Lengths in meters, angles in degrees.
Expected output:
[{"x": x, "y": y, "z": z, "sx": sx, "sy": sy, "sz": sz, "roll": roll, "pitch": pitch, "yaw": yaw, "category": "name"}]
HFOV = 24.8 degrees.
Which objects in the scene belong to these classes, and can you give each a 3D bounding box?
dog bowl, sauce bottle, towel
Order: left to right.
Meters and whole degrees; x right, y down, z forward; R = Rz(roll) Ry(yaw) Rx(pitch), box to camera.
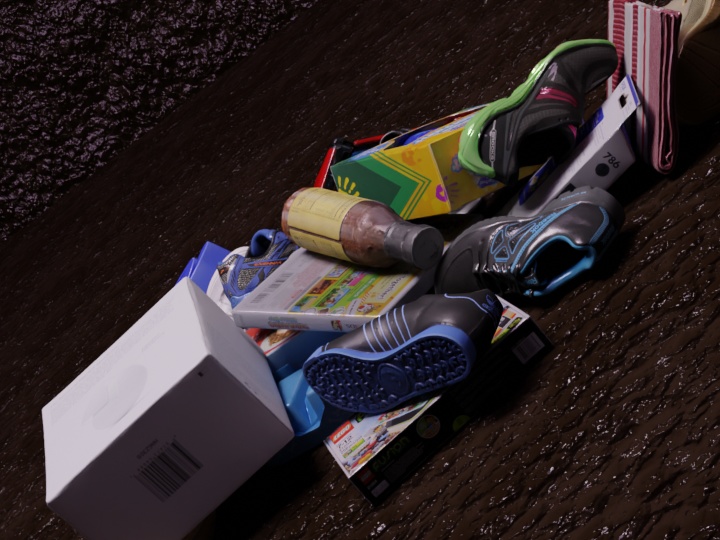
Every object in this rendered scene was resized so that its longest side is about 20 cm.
[{"x": -0.039, "y": 0.120, "z": 1.555, "sx": 0.200, "sy": 0.050, "sz": 0.112, "roll": -32, "pitch": 18, "yaw": 28, "category": "dog bowl"}, {"x": 0.003, "y": -0.036, "z": 1.567, "sx": 0.066, "sy": 0.066, "sz": 0.200, "roll": -46, "pitch": 36, "yaw": -19, "category": "sauce bottle"}, {"x": 0.263, "y": -0.178, "z": 1.528, "sx": 0.023, "sy": 0.145, "sz": 0.200, "roll": -2, "pitch": 14, "yaw": -5, "category": "towel"}]

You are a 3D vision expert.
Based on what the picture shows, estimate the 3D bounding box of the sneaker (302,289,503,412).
[{"x": 0.038, "y": 0.065, "z": 1.378, "sx": 0.200, "sy": 0.070, "sz": 0.078, "roll": -15, "pitch": 25, "yaw": 45, "category": "sneaker"}]

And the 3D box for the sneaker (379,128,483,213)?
[{"x": 0.067, "y": -0.118, "z": 1.814, "sx": 0.076, "sy": 0.115, "sz": 0.201, "roll": -41, "pitch": 16, "yaw": -1, "category": "sneaker"}]

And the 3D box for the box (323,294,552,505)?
[{"x": 0.063, "y": 0.106, "z": 1.388, "sx": 0.200, "sy": 0.035, "sz": 0.110, "roll": -42, "pitch": 16, "yaw": -4, "category": "box"}]

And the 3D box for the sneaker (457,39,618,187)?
[{"x": 0.177, "y": -0.142, "z": 1.524, "sx": 0.200, "sy": 0.084, "sz": 0.077, "roll": -42, "pitch": -24, "yaw": -23, "category": "sneaker"}]

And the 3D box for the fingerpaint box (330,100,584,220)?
[{"x": 0.099, "y": -0.115, "z": 1.628, "sx": 0.200, "sy": 0.074, "sz": 0.167, "roll": -25, "pitch": 11, "yaw": -34, "category": "fingerpaint box"}]

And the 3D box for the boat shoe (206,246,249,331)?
[{"x": -0.145, "y": 0.072, "z": 1.776, "sx": 0.201, "sy": 0.072, "sz": 0.068, "roll": -65, "pitch": 19, "yaw": -3, "category": "boat shoe"}]

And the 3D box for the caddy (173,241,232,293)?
[{"x": -0.177, "y": 0.066, "z": 1.896, "sx": 0.201, "sy": 0.105, "sz": 0.141, "roll": -65, "pitch": 12, "yaw": -24, "category": "caddy"}]

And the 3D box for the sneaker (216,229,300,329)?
[{"x": -0.074, "y": -0.016, "z": 1.720, "sx": 0.075, "sy": 0.079, "sz": 0.200, "roll": -33, "pitch": 2, "yaw": 41, "category": "sneaker"}]

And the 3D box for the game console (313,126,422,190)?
[{"x": 0.004, "y": -0.091, "z": 1.954, "sx": 0.200, "sy": 0.118, "sz": 0.173, "roll": 126, "pitch": 162, "yaw": -80, "category": "game console"}]

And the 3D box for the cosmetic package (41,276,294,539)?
[{"x": -0.184, "y": 0.141, "z": 1.522, "sx": 0.199, "sy": 0.123, "sz": 0.200, "roll": -42, "pitch": 24, "yaw": 5, "category": "cosmetic package"}]

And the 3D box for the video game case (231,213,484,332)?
[{"x": 0.000, "y": 0.000, "z": 1.594, "sx": 0.181, "sy": 0.023, "sz": 0.200, "roll": 1, "pitch": 30, "yaw": 36, "category": "video game case"}]

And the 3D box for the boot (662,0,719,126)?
[{"x": 0.306, "y": -0.201, "z": 1.583, "sx": 0.155, "sy": 0.073, "sz": 0.201, "roll": -31, "pitch": 32, "yaw": 58, "category": "boot"}]

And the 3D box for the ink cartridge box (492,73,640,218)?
[{"x": 0.198, "y": -0.087, "z": 1.520, "sx": 0.200, "sy": 0.039, "sz": 0.100, "roll": -48, "pitch": 12, "yaw": 21, "category": "ink cartridge box"}]

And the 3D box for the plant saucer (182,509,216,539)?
[{"x": -0.203, "y": 0.276, "z": 1.538, "sx": 0.200, "sy": 0.035, "sz": 0.200, "roll": -36, "pitch": 18, "yaw": 13, "category": "plant saucer"}]

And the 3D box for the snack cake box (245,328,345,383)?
[{"x": -0.047, "y": 0.071, "z": 1.666, "sx": 0.200, "sy": 0.067, "sz": 0.115, "roll": -34, "pitch": 19, "yaw": 23, "category": "snack cake box"}]

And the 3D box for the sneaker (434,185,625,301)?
[{"x": 0.138, "y": -0.008, "z": 1.448, "sx": 0.200, "sy": 0.073, "sz": 0.082, "roll": -29, "pitch": 20, "yaw": 36, "category": "sneaker"}]
